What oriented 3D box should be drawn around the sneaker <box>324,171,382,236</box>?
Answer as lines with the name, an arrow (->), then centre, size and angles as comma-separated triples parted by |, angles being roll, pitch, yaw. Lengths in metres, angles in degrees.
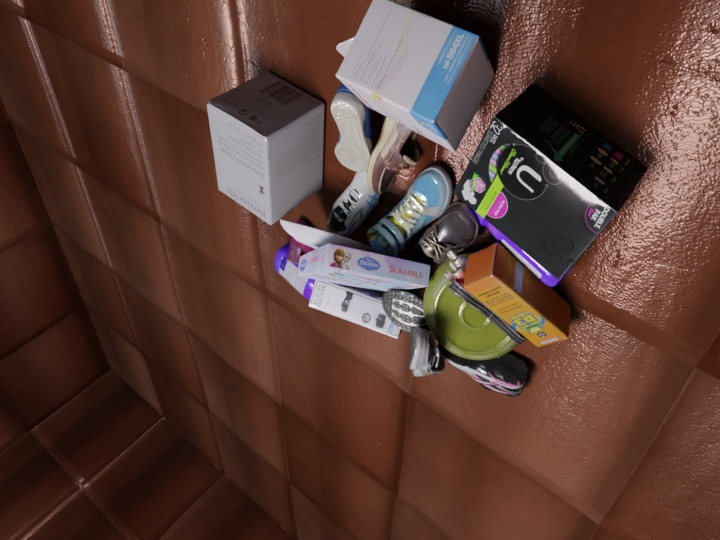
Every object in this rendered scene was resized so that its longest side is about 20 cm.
sneaker -> -0.015, -0.129, 1.174 | 0.072, 0.072, 0.201 | 46, 143, 8

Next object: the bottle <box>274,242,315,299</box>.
bottle -> -0.117, 0.024, 1.410 | 0.199, 0.065, 0.085 | 41, 144, 15

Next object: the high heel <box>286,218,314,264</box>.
high heel -> -0.073, -0.044, 1.332 | 0.194, 0.067, 0.099 | 17, 95, 12

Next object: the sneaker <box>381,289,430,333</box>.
sneaker -> 0.136, 0.075, 1.138 | 0.193, 0.089, 0.079 | 15, 112, 11

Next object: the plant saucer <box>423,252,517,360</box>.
plant saucer -> 0.205, 0.072, 1.052 | 0.193, 0.031, 0.207 | 4, 110, 12

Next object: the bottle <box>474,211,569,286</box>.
bottle -> 0.245, -0.064, 0.931 | 0.200, 0.083, 0.066 | 45, 109, 15

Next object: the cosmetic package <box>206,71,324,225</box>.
cosmetic package -> -0.180, -0.242, 1.178 | 0.165, 0.166, 0.204 | 31, 141, 24

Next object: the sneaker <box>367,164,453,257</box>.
sneaker -> 0.081, -0.090, 1.050 | 0.080, 0.130, 0.201 | 44, 144, 9

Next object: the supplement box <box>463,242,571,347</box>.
supplement box -> 0.255, 0.043, 0.958 | 0.197, 0.070, 0.066 | 34, 143, -26

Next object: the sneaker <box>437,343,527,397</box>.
sneaker -> 0.234, 0.192, 1.175 | 0.197, 0.080, 0.088 | 31, 152, 36

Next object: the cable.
cable -> 0.209, 0.049, 0.976 | 0.198, 0.097, 0.051 | 40, 108, -5

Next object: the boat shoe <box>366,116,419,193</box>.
boat shoe -> 0.067, -0.202, 1.024 | 0.072, 0.072, 0.203 | 39, 136, 17

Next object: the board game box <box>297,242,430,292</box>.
board game box -> 0.000, 0.000, 1.103 | 0.194, 0.043, 0.199 | 12, 171, -20

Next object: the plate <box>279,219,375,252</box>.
plate -> -0.041, -0.045, 1.199 | 0.196, 0.033, 0.198 | 18, 178, 38

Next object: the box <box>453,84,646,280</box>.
box -> 0.258, -0.123, 0.831 | 0.199, 0.124, 0.150 | 41, 143, 12

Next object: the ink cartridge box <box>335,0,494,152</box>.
ink cartridge box -> 0.071, -0.285, 0.856 | 0.197, 0.128, 0.128 | 33, 96, 23

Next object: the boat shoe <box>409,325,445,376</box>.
boat shoe -> 0.123, 0.152, 1.094 | 0.062, 0.077, 0.203 | 0, 156, 9

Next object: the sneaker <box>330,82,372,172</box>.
sneaker -> -0.001, -0.266, 1.034 | 0.074, 0.114, 0.201 | 16, 158, 14

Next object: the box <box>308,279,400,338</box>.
box -> 0.001, 0.069, 1.230 | 0.194, 0.116, 0.062 | 19, 99, 10

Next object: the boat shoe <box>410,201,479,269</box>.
boat shoe -> 0.143, -0.047, 1.043 | 0.075, 0.073, 0.201 | 46, 155, 8
